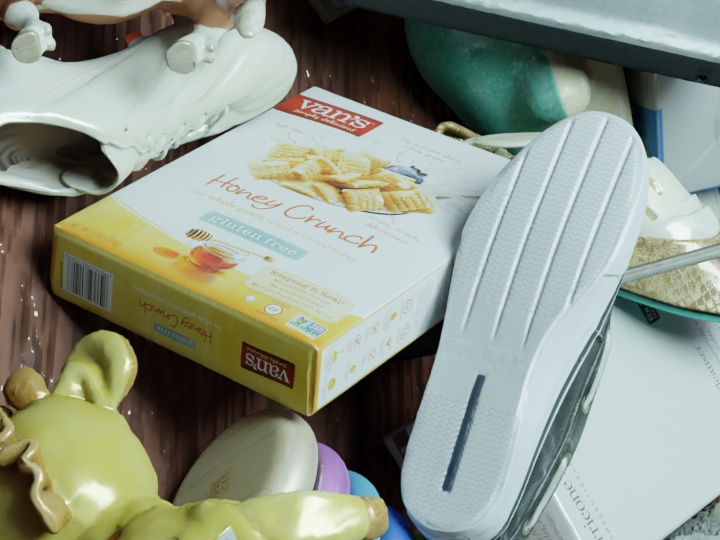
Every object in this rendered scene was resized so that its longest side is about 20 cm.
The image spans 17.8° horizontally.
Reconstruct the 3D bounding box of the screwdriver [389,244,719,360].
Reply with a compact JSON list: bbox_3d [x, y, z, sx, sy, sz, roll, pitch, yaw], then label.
[{"bbox_3d":[0.097,0.011,1.056,0.028,0.199,0.029,64,27,-26],"label":"screwdriver"}]

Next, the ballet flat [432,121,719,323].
[{"bbox_3d":[0.112,-0.028,1.115,0.199,0.066,0.070,15,24,19],"label":"ballet flat"}]

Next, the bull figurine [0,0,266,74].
[{"bbox_3d":[-0.126,-0.133,0.987,0.199,0.065,0.122,-5,31,-14],"label":"bull figurine"}]

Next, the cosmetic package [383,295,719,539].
[{"bbox_3d":[0.116,0.080,1.117,0.200,0.081,0.113,-30,87,-49],"label":"cosmetic package"}]

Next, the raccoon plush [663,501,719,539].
[{"bbox_3d":[0.195,0.205,1.131,0.200,0.096,0.134,56,19,-45],"label":"raccoon plush"}]

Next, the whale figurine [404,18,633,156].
[{"bbox_3d":[0.087,-0.092,1.203,0.159,0.103,0.201,-79,151,-78],"label":"whale figurine"}]

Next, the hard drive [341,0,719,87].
[{"bbox_3d":[0.097,-0.170,1.124,0.199,0.033,0.140,12,61,-4],"label":"hard drive"}]

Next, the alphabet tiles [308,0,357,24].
[{"bbox_3d":[-0.029,-0.221,1.239,0.167,0.008,0.200,55,41,1],"label":"alphabet tiles"}]

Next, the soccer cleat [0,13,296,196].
[{"bbox_3d":[-0.106,-0.067,1.018,0.199,0.069,0.078,-9,52,-37],"label":"soccer cleat"}]

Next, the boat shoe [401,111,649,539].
[{"bbox_3d":[0.073,0.029,1.000,0.201,0.072,0.071,-65,153,-9],"label":"boat shoe"}]

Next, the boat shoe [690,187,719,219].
[{"bbox_3d":[0.180,0.007,1.245,0.069,0.071,0.201,-5,68,-14],"label":"boat shoe"}]

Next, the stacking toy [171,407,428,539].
[{"bbox_3d":[0.012,0.146,0.991,0.200,0.085,0.086,40,43,-26],"label":"stacking toy"}]

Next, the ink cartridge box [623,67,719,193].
[{"bbox_3d":[0.161,-0.148,1.252,0.068,0.116,0.200,-12,41,-5],"label":"ink cartridge box"}]

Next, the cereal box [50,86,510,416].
[{"bbox_3d":[-0.021,-0.016,1.030,0.143,0.040,0.200,23,34,26],"label":"cereal box"}]

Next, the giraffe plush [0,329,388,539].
[{"bbox_3d":[-0.097,0.121,0.862,0.172,0.201,0.162,-26,48,-34],"label":"giraffe plush"}]
